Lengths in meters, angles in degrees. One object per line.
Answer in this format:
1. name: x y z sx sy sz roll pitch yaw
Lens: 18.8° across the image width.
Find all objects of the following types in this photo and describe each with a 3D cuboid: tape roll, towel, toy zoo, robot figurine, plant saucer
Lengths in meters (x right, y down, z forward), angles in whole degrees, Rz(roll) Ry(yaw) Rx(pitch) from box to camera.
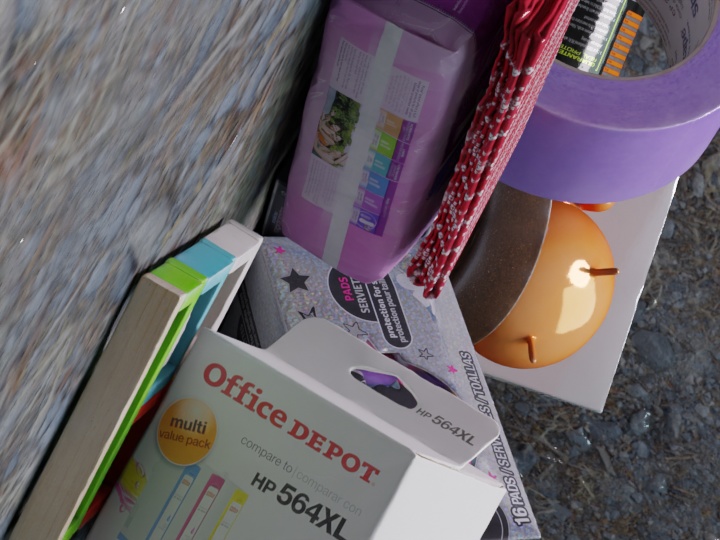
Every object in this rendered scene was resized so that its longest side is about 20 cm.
1. tape roll: 0.129 -0.145 1.252 0.200 0.199 0.085 -59 177 -30
2. towel: 0.076 -0.094 1.052 0.145 0.022 0.200 -60 174 -40
3. toy zoo: -0.094 0.046 0.988 0.132 0.020 0.200 -62 177 12
4. robot figurine: 0.091 -0.010 1.419 0.200 0.143 0.117 -139 -132 -55
5. plant saucer: 0.045 -0.049 1.359 0.200 0.034 0.202 -17 -111 53

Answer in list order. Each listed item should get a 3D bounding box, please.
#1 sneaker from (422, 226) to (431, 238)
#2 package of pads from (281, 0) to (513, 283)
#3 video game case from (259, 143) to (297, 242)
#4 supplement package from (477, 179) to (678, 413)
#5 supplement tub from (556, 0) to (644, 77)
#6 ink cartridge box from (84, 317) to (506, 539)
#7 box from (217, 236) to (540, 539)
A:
1. sneaker: 0.000 0.000 1.285 0.109 0.070 0.201 -68 179 -75
2. package of pads: 0.026 -0.097 1.067 0.121 0.075 0.200 -58 171 -34
3. video game case: -0.023 -0.057 1.252 0.143 0.019 0.200 -60 177 -27
4. supplement package: 0.105 -0.019 1.591 0.147 0.199 0.192 127 -18 -90
5. supplement tub: 0.125 -0.180 1.414 0.123 0.122 0.201 -36 149 -82
6. ink cartridge box: -0.037 0.127 1.003 0.201 0.128 0.125 -62 155 0
7. box: -0.003 0.095 1.177 0.132 0.114 0.201 117 -37 -46
